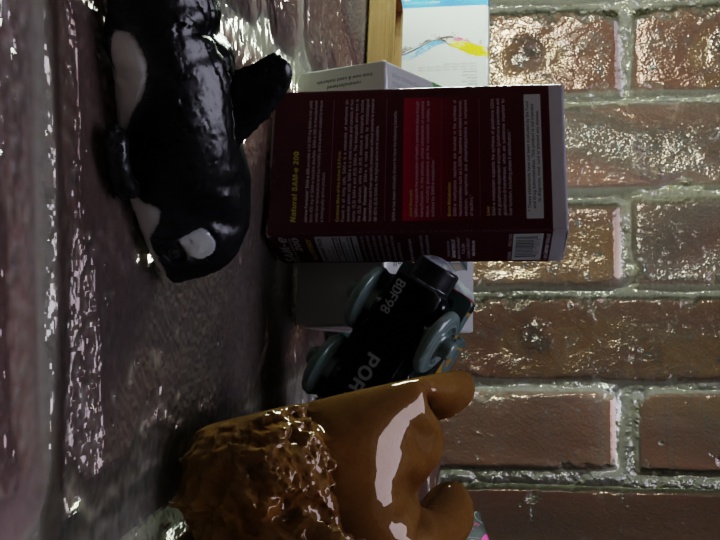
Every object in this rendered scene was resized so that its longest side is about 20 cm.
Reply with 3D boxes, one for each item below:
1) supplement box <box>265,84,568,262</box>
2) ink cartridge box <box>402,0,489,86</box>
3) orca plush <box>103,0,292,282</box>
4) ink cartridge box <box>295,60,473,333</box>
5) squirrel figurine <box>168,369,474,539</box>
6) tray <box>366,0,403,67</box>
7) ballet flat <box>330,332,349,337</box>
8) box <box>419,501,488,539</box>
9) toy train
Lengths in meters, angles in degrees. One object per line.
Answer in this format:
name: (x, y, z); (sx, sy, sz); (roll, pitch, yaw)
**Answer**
supplement box: (0.039, -0.064, 0.723); (0.061, 0.198, 0.110); (73, 18, -70)
ink cartridge box: (0.141, -0.368, 1.747); (0.147, 0.145, 0.202); (-30, 119, -82)
orca plush: (-0.061, -0.091, 0.445); (0.105, 0.070, 0.202); (-52, 141, -78)
ink cartridge box: (0.023, -0.050, 0.846); (0.145, 0.087, 0.202); (10, 81, -54)
squirrel figurine: (-0.010, 0.160, 0.535); (0.200, 0.141, 0.188); (4, 72, -65)
tray: (0.030, -0.268, 1.305); (0.099, 0.037, 0.201); (74, 18, -66)
ballet flat: (0.000, 0.000, 0.963); (0.074, 0.074, 0.202); (-66, 158, -72)
box: (0.066, 0.335, 1.064); (0.200, 0.114, 0.133); (-96, -162, -77)
toy train: (0.010, 0.081, 0.721); (0.201, 0.085, 0.114); (-60, 161, 3)
